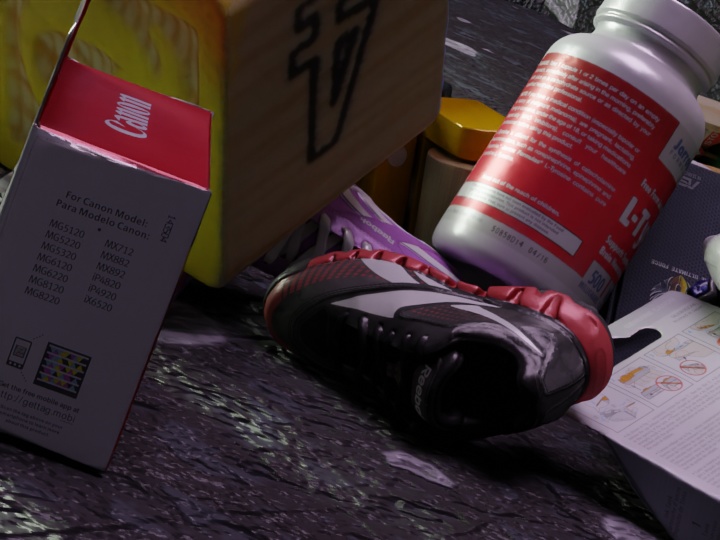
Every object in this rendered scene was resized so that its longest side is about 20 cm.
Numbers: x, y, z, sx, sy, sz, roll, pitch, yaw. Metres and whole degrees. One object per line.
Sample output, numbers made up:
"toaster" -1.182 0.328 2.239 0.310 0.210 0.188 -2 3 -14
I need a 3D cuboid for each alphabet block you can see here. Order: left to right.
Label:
"alphabet block" -0.081 -0.147 1.382 0.195 0.197 0.200 29 47 29

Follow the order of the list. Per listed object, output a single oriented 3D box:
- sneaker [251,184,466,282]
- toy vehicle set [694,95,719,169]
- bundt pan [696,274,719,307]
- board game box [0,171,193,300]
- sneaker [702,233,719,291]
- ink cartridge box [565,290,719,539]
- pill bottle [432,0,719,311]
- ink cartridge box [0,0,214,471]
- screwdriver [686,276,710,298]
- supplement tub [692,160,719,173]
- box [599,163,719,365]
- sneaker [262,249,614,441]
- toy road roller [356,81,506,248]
"sneaker" 0.001 -0.001 1.455 0.200 0.073 0.114 26 13 -29
"toy vehicle set" 0.176 -0.054 1.790 0.124 0.200 0.027 13 46 -36
"bundt pan" 0.282 0.078 1.509 0.200 0.076 0.203 11 42 -10
"board game box" -0.149 -0.021 1.423 0.119 0.032 0.200 27 11 -1
"sneaker" 0.293 0.014 1.483 0.199 0.076 0.088 21 7 -14
"ink cartridge box" 0.202 0.092 1.383 0.199 0.050 0.162 25 36 35
"pill bottle" 0.138 -0.070 1.540 0.112 0.201 0.112 32 -8 5
"ink cartridge box" -0.118 -0.030 1.138 0.083 0.177 0.200 20 12 -8
"screwdriver" 0.189 0.025 1.550 0.199 0.028 0.029 -26 46 -22
"supplement tub" 0.237 0.002 1.741 0.199 0.145 0.144 14 14 -36
"box" 0.243 0.029 1.610 0.199 0.159 0.051 20 -21 -13
"sneaker" 0.029 0.041 1.343 0.199 0.071 0.098 12 29 22
"toy road roller" 0.010 -0.055 1.661 0.145 0.124 0.200 1 17 -26
